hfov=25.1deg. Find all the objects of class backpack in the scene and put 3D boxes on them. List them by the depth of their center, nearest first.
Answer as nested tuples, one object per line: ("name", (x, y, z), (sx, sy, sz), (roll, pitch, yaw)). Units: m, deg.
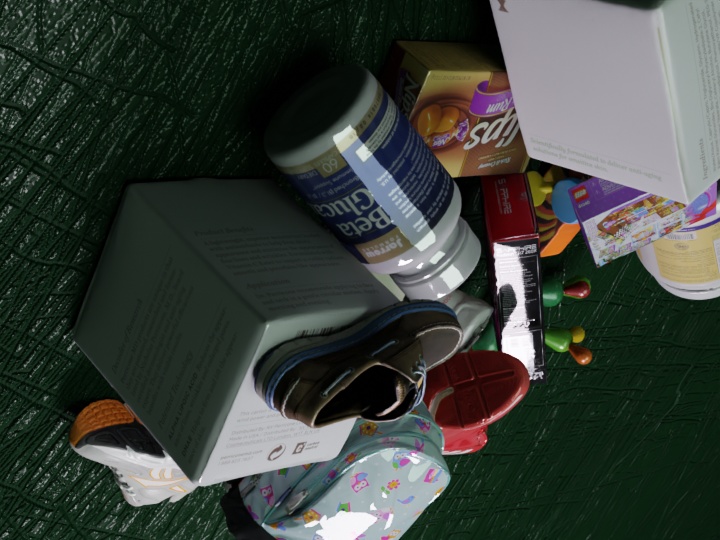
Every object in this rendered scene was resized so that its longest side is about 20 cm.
("backpack", (-0.010, 0.184, 1.463), (0.166, 0.127, 0.200), (21, 120, -43))

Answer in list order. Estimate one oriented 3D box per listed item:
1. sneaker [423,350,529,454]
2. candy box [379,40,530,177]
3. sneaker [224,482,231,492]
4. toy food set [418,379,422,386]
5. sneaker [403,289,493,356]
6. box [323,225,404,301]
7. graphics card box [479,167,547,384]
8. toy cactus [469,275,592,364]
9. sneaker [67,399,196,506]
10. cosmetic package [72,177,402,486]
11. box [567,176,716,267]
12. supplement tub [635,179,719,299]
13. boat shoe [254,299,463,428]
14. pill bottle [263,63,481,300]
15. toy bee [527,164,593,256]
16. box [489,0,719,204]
("sneaker", (0.111, 0.133, 1.626), (0.199, 0.079, 0.115), (-26, 161, 37))
("candy box", (0.094, -0.147, 1.492), (0.199, 0.056, 0.117), (-5, 129, -43))
("sneaker", (-0.040, 0.189, 1.686), (0.199, 0.073, 0.112), (-1, 128, -45))
("toy food set", (-0.037, 0.128, 1.526), (0.199, 0.049, 0.198), (-29, 145, 3))
("sneaker", (0.077, 0.044, 1.662), (0.078, 0.099, 0.200), (-48, 174, -15))
("box", (0.000, 0.000, 1.534), (0.082, 0.068, 0.201), (-6, 130, -44))
("graphics card box", (0.153, 0.003, 1.615), (0.050, 0.126, 0.201), (-8, 131, 2))
("toy cactus", (0.175, 0.057, 1.778), (0.199, 0.102, 0.165), (-31, 135, -7))
("sneaker", (-0.206, 0.182, 1.503), (0.092, 0.076, 0.200), (-49, 146, 14))
("cosmetic package", (-0.104, 0.044, 1.347), (0.164, 0.200, 0.166), (-4, 128, -45))
("box", (0.279, -0.067, 1.581), (0.136, 0.039, 0.200), (-24, 164, 6))
("supplement tub", (0.367, -0.069, 1.791), (0.145, 0.145, 0.200), (-40, 147, -7))
("boat shoe", (0.013, 0.083, 1.270), (0.199, 0.072, 0.073), (-19, 137, -36))
("pill bottle", (0.017, -0.068, 1.375), (0.111, 0.111, 0.200), (-43, 119, -4))
("toy bee", (0.231, -0.103, 1.666), (0.199, 0.109, 0.131), (-31, 160, 27))
("box", (0.250, -0.200, 1.417), (0.171, 0.198, 0.201), (-37, 128, -27))
